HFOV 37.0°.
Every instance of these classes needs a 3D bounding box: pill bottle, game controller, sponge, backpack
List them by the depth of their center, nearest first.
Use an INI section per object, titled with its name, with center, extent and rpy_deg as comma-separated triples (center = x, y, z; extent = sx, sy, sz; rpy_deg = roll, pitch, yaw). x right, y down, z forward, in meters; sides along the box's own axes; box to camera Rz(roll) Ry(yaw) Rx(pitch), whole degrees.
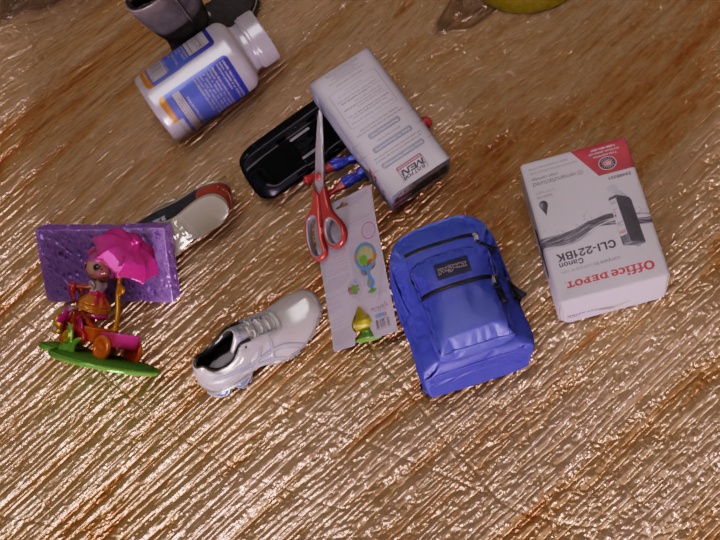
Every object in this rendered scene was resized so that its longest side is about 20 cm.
[backpack]
center = 0.126, 0.030, 1.368
extent = 0.161, 0.168, 0.201
rpy_deg = -15, 66, -5
[sponge]
center = -0.359, -0.011, 1.529
extent = 0.198, 0.030, 0.112
rpy_deg = 0, 112, 13
[game controller]
center = -0.080, -0.185, 1.549
extent = 0.199, 0.042, 0.105
rpy_deg = -36, 60, 0
[pill bottle]
center = -0.221, -0.291, 1.584
extent = 0.199, 0.112, 0.112
rpy_deg = -35, 68, -1

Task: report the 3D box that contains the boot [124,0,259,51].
[boot]
center = -0.242, -0.398, 1.577
extent = 0.072, 0.200, 0.182
rpy_deg = 39, 83, 24

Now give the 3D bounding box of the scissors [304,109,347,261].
[scissors]
center = -0.061, -0.115, 1.477
extent = 0.073, 0.014, 0.202
rpy_deg = -20, 78, 41

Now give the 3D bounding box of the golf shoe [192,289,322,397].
[golf shoe]
center = -0.138, 0.091, 1.443
extent = 0.200, 0.097, 0.078
rpy_deg = -39, 66, -4

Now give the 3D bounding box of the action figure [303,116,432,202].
[action figure]
center = 0.016, -0.161, 1.521
extent = 0.199, 0.052, 0.066
rpy_deg = -33, 73, -3

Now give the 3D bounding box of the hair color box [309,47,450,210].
[hair color box]
center = 0.027, -0.194, 1.475
extent = 0.099, 0.061, 0.201
rpy_deg = -33, 75, -6

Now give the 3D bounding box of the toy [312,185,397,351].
[toy]
center = 0.000, 0.000, 1.459
extent = 0.115, 0.047, 0.202
rpy_deg = -21, 69, 38

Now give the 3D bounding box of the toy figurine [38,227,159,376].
[toy figurine]
center = -0.346, 0.034, 1.470
extent = 0.199, 0.150, 0.186
rpy_deg = 10, 88, 41

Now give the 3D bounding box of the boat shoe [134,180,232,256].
[boat shoe]
center = -0.269, -0.067, 1.545
extent = 0.199, 0.071, 0.063
rpy_deg = -28, 30, 16

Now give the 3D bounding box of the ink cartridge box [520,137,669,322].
[ink cartridge box]
center = 0.302, -0.052, 1.399
extent = 0.143, 0.084, 0.201
rpy_deg = -15, 69, 6

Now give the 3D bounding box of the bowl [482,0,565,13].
[bowl]
center = 0.237, -0.484, 1.550
extent = 0.198, 0.108, 0.202
rpy_deg = -4, 71, 12
